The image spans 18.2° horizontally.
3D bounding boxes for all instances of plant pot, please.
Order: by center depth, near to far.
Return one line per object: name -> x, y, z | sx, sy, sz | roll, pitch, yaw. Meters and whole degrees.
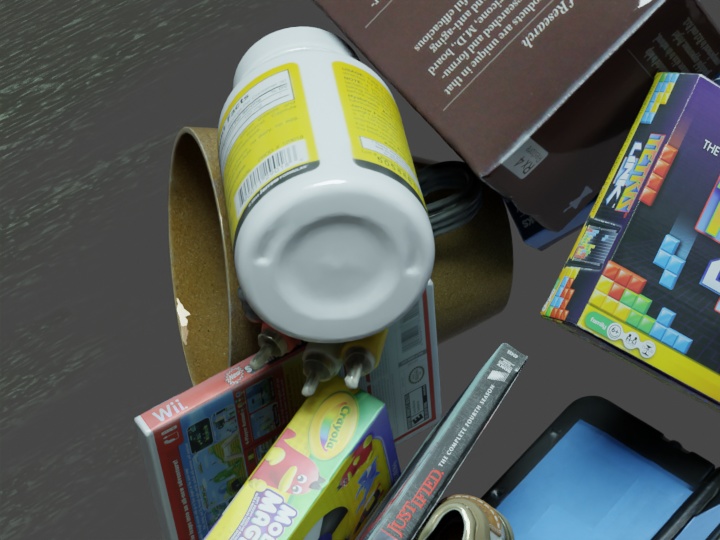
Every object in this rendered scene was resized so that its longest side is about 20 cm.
plant pot -> -0.010, -0.009, 1.456 | 0.200, 0.187, 0.187 | -6, 50, -16

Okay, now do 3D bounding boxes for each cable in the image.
cable -> 0.000, 0.000, 1.350 | 0.097, 0.050, 0.200 | 12, 38, 27

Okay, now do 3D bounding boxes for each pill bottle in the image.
pill bottle -> -0.025, -0.058, 1.294 | 0.111, 0.111, 0.200 | -8, 36, -3

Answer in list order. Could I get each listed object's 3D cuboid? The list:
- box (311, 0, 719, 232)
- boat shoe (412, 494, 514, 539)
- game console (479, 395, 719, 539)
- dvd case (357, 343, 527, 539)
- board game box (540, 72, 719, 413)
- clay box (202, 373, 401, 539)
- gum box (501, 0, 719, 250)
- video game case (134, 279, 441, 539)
box -> 0.091, -0.160, 1.383 | 0.164, 0.166, 0.200 | -45, 69, 7
boat shoe -> 0.026, 0.222, 1.280 | 0.075, 0.068, 0.200 | 15, 82, 20
game console -> 0.143, 0.154, 1.339 | 0.119, 0.172, 0.200 | 45, 66, 2
dvd case -> 0.023, 0.146, 1.339 | 0.022, 0.146, 0.200 | 34, 59, 1
board game box -> 0.231, 0.000, 1.342 | 0.200, 0.057, 0.166 | 27, 87, -21
clay box -> -0.052, 0.168, 1.325 | 0.048, 0.115, 0.200 | 29, 70, 19
gum box -> 0.143, -0.141, 1.474 | 0.170, 0.045, 0.200 | -29, 73, 15
video game case -> -0.039, 0.091, 1.384 | 0.200, 0.143, 0.017 | -28, 53, -18
